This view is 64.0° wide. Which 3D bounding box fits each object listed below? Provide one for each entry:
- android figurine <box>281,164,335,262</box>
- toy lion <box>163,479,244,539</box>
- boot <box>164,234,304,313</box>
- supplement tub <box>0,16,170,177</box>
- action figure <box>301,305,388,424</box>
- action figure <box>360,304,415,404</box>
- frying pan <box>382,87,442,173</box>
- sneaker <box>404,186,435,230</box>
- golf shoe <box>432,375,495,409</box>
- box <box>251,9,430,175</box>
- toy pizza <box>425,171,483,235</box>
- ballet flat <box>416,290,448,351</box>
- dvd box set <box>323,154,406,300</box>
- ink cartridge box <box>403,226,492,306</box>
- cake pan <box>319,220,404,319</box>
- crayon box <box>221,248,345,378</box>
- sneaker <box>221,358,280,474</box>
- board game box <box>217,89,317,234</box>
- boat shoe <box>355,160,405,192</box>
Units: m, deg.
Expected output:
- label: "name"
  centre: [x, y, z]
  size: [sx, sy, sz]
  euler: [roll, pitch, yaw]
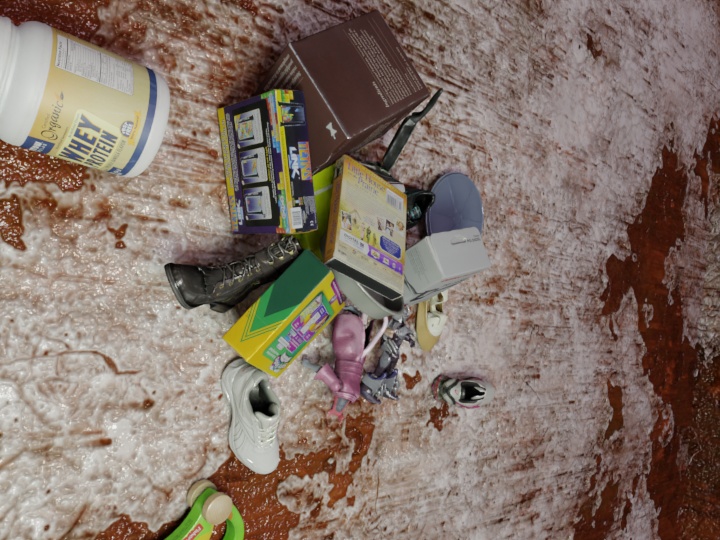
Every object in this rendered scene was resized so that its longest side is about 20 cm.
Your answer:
- label: "android figurine"
  centre: [-0.073, -0.117, 1.022]
  size: [0.182, 0.041, 0.201]
  euler: [-33, 114, -35]
- label: "toy lion"
  centre: [-0.259, 0.462, 0.893]
  size: [0.200, 0.068, 0.192]
  euler: [-43, 126, -31]
- label: "boot"
  centre: [-0.168, -0.007, 0.835]
  size: [0.070, 0.173, 0.200]
  euler: [66, 9, 14]
- label: "supplement tub"
  centre: [-0.352, -0.207, 0.699]
  size: [0.199, 0.144, 0.145]
  euler: [13, 84, -41]
- label: "action figure"
  centre: [-0.015, 0.175, 1.034]
  size: [0.134, 0.148, 0.201]
  euler: [31, 59, -45]
- label: "action figure"
  centre: [0.062, 0.157, 1.115]
  size: [0.130, 0.069, 0.201]
  euler: [-11, 120, -58]
- label: "frying pan"
  centre: [0.077, -0.230, 0.978]
  size: [0.031, 0.190, 0.115]
  euler: [28, 79, -5]
- label: "sneaker"
  centre: [0.067, -0.106, 1.123]
  size: [0.200, 0.079, 0.076]
  euler: [-42, 119, -30]
- label: "golf shoe"
  centre: [0.255, 0.283, 1.309]
  size: [0.199, 0.092, 0.073]
  euler: [11, 84, -43]
- label: "box"
  centre: [-0.032, -0.284, 0.937]
  size: [0.200, 0.166, 0.165]
  euler: [-36, 96, -34]
- label: "toy pizza"
  centre: [0.204, -0.116, 1.274]
  size: [0.199, 0.032, 0.202]
  euler: [-4, 96, -42]
- label: "ballet flat"
  centre: [0.155, 0.077, 1.223]
  size: [0.068, 0.063, 0.202]
  euler: [-8, 99, -41]
- label: "dvd box set"
  centre: [0.013, -0.070, 0.917]
  size: [0.146, 0.029, 0.201]
  euler: [28, 52, -34]
- label: "ink cartridge box"
  centre: [0.125, 0.002, 1.092]
  size: [0.145, 0.200, 0.084]
  euler: [-13, 76, -39]
- label: "cake pan"
  centre: [0.000, 0.000, 0.975]
  size: [0.037, 0.201, 0.200]
  euler: [-36, 128, 17]
- label: "crayon box"
  centre: [-0.109, 0.075, 0.890]
  size: [0.173, 0.058, 0.200]
  euler: [-46, 165, -10]
- label: "sneaker"
  centre: [-0.165, 0.246, 0.928]
  size: [0.078, 0.099, 0.201]
  euler: [-24, 109, -37]
- label: "board game box"
  centre: [-0.143, -0.156, 0.873]
  size: [0.056, 0.165, 0.201]
  euler: [-12, 101, -40]
- label: "boat shoe"
  centre: [0.027, -0.171, 1.061]
  size: [0.200, 0.070, 0.064]
  euler: [-9, 94, -64]
